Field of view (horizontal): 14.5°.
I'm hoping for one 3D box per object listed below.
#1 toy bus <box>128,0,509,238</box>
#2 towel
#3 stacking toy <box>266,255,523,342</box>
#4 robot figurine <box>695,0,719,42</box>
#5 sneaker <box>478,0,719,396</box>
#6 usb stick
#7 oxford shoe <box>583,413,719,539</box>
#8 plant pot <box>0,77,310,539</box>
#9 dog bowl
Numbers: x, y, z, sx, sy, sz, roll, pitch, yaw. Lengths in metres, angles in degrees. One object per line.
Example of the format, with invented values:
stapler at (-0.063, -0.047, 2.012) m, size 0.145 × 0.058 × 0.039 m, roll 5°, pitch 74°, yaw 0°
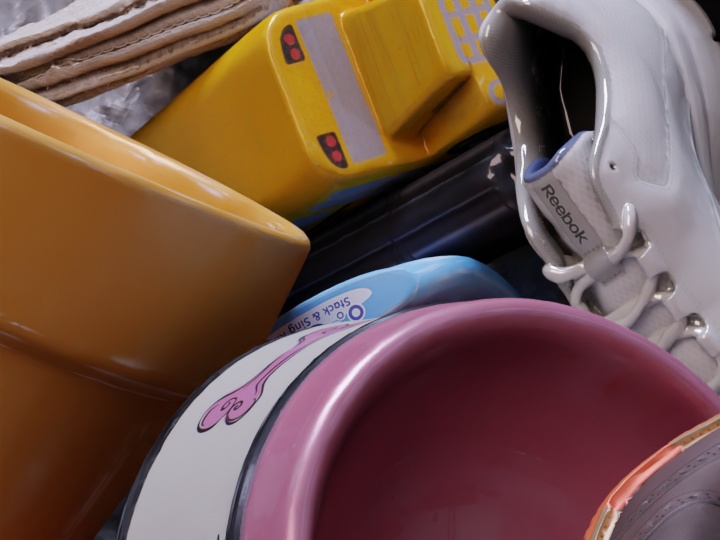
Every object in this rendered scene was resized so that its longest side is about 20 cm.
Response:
toy bus at (-0.019, -0.046, 0.975) m, size 0.200 × 0.078 × 0.065 m, roll -33°, pitch 75°, yaw 57°
towel at (-0.056, -0.103, 1.041) m, size 0.132 × 0.200 × 0.035 m, roll -18°, pitch 99°, yaw 20°
stacking toy at (0.036, 0.105, 0.913) m, size 0.116 × 0.110 × 0.200 m, roll -31°, pitch 66°, yaw 11°
robot figurine at (0.133, -0.125, 0.952) m, size 0.200 × 0.125 × 0.150 m, roll 25°, pitch 62°, yaw 36°
sneaker at (0.085, 0.001, 0.849) m, size 0.074 × 0.087 × 0.200 m, roll -35°, pitch 68°, yaw 31°
usb stick at (0.000, 0.000, 0.971) m, size 0.200 × 0.055 × 0.033 m, roll -28°, pitch 75°, yaw 42°
oxford shoe at (0.085, 0.091, 0.691) m, size 0.200 × 0.071 × 0.073 m, roll -46°, pitch 7°, yaw -36°
plant pot at (-0.142, 0.032, 0.868) m, size 0.200 × 0.200 × 0.184 m, roll 27°, pitch 94°, yaw 38°
dog bowl at (0.037, 0.096, 0.752) m, size 0.074 × 0.200 × 0.201 m, roll -35°, pitch 39°, yaw 54°
